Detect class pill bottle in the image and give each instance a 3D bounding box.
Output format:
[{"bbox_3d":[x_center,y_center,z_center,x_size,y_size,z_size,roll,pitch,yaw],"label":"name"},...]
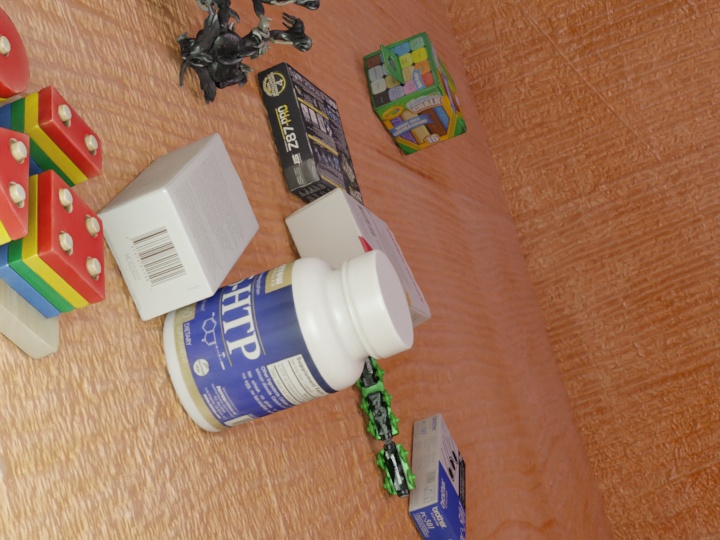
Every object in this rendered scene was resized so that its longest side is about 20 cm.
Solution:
[{"bbox_3d":[-0.060,0.056,1.250,0.120,0.198,0.121,-20,90,-76],"label":"pill bottle"}]

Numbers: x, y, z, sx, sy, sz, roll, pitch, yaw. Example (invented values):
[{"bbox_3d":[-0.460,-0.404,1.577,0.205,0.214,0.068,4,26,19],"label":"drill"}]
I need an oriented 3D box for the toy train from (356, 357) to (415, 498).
[{"bbox_3d":[0.027,0.181,1.762,0.056,0.041,0.203,48,25,-80],"label":"toy train"}]

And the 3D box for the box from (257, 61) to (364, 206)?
[{"bbox_3d":[-0.061,-0.165,1.856,0.200,0.049,0.163,24,47,-72],"label":"box"}]

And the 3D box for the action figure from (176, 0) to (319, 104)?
[{"bbox_3d":[-0.141,-0.257,1.561,0.199,0.101,0.120,-28,134,-39],"label":"action figure"}]

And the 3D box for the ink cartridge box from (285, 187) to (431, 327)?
[{"bbox_3d":[0.000,0.000,1.762,0.149,0.085,0.200,65,10,18],"label":"ink cartridge box"}]

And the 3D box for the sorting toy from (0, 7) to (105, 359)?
[{"bbox_3d":[-0.246,-0.078,0.979,0.199,0.069,0.202,53,23,-51],"label":"sorting toy"}]

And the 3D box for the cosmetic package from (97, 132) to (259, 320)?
[{"bbox_3d":[-0.157,-0.043,1.272,0.200,0.070,0.103,-65,134,-70],"label":"cosmetic package"}]

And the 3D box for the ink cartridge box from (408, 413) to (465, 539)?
[{"bbox_3d":[0.105,0.288,1.907,0.201,0.044,0.095,-82,148,-61],"label":"ink cartridge box"}]

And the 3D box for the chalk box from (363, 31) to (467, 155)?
[{"bbox_3d":[0.087,-0.316,2.466,0.200,0.123,0.126,51,24,-55],"label":"chalk box"}]
